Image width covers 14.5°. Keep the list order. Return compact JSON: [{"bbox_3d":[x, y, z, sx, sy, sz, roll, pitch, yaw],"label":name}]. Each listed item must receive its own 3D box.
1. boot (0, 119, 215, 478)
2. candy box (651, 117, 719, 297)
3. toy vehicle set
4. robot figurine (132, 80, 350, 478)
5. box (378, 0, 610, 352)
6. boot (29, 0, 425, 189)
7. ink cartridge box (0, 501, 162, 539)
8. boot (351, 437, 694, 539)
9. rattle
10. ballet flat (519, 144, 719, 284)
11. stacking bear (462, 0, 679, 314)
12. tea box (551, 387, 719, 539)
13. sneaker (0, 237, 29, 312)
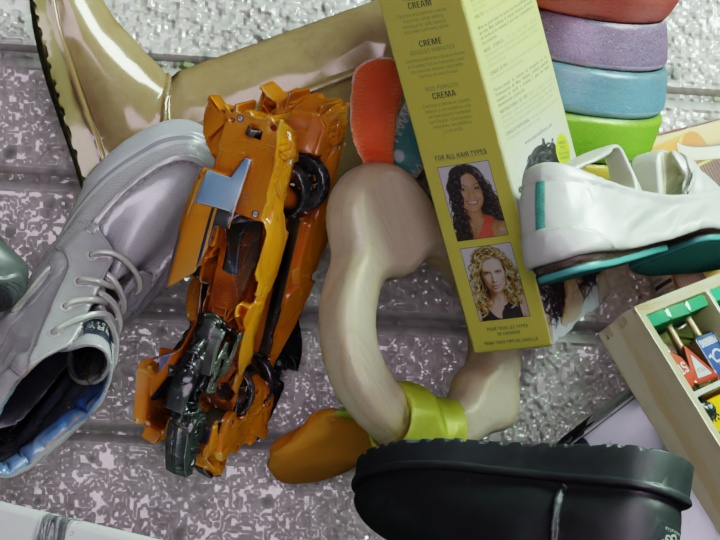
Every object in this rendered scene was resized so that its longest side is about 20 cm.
[{"bbox_3d":[-0.131,0.019,1.438,0.073,0.096,0.200,35,100,-27],"label":"boot"},{"bbox_3d":[0.223,0.015,1.527,0.115,0.055,0.201,-14,83,-8],"label":"candy box"},{"bbox_3d":[0.207,0.058,1.404,0.200,0.026,0.125,-18,73,-54],"label":"toy vehicle set"},{"bbox_3d":[-0.062,0.008,1.444,0.058,0.145,0.201,20,105,18],"label":"robot figurine"},{"bbox_3d":[0.066,-0.066,1.399,0.050,0.075,0.201,-7,108,33],"label":"box"},{"bbox_3d":[-0.066,-0.111,1.509,0.199,0.066,0.176,-18,99,-8],"label":"boot"},{"bbox_3d":[-0.139,0.201,1.403,0.199,0.084,0.146,11,78,24],"label":"ink cartridge box"},{"bbox_3d":[0.065,0.164,1.298,0.197,0.073,0.164,-3,69,37],"label":"boot"},{"bbox_3d":[0.000,0.000,1.458,0.130,0.143,0.201,-20,94,-24],"label":"rattle"},{"bbox_3d":[0.141,-0.031,1.411,0.069,0.200,0.070,1,93,34],"label":"ballet flat"},{"bbox_3d":[0.099,-0.067,1.486,0.121,0.114,0.201,-2,110,-37],"label":"stacking bear"},{"bbox_3d":[0.134,0.187,1.429,0.196,0.134,0.200,-37,87,6],"label":"tea box"},{"bbox_3d":[-0.229,-0.060,1.454,0.085,0.075,0.200,-40,65,-18],"label":"sneaker"}]
